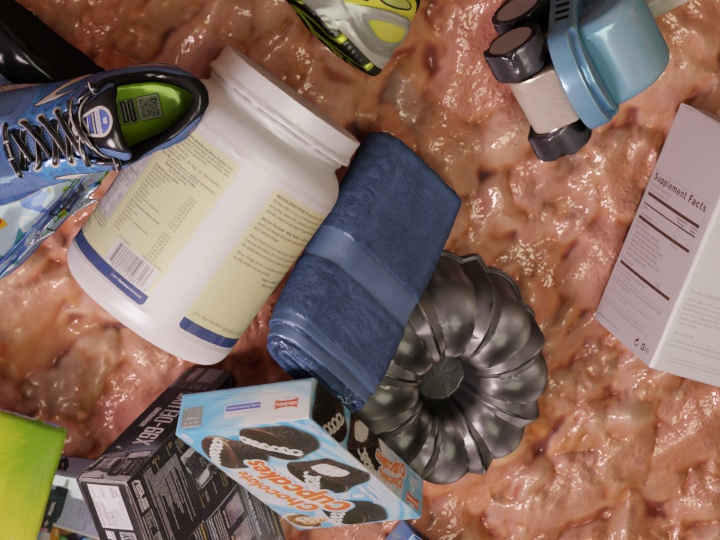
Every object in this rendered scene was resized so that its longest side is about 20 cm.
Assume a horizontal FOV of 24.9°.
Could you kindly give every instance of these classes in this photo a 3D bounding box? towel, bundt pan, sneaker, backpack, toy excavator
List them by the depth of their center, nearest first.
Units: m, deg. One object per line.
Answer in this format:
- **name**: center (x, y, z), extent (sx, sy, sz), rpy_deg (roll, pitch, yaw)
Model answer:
- **sneaker**: center (-0.190, -0.096, 1.066), extent (0.199, 0.089, 0.079), rpy_deg (-21, 97, -18)
- **backpack**: center (-0.272, -0.072, 1.153), extent (0.163, 0.154, 0.200), rpy_deg (41, 107, -17)
- **sneaker**: center (-0.035, -0.233, 1.205), extent (0.077, 0.075, 0.200), rpy_deg (-50, 126, -4)
- **towel**: center (0.000, 0.000, 1.255), extent (0.112, 0.048, 0.201), rpy_deg (44, 62, -35)
- **toy excavator**: center (0.210, -0.194, 1.266), extent (0.199, 0.195, 0.100), rpy_deg (-20, 117, 22)
- **bundt pan**: center (0.068, 0.089, 1.347), extent (0.200, 0.076, 0.204), rpy_deg (-6, 110, -16)

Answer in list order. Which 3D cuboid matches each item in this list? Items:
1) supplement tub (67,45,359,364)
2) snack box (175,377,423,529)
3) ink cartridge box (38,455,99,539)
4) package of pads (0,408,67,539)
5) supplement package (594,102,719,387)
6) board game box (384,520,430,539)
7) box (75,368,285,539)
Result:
- **supplement tub**: center (-0.106, -0.048, 1.202), extent (0.145, 0.145, 0.201), rpy_deg (33, 97, -25)
- **snack box**: center (-0.043, 0.147, 1.274), extent (0.115, 0.037, 0.200), rpy_deg (-9, 147, 25)
- **ink cartridge box**: center (-0.226, 0.213, 1.320), extent (0.199, 0.042, 0.120), rpy_deg (10, 106, -22)
- **package of pads**: center (-0.317, 0.189, 1.193), extent (0.154, 0.068, 0.201), rpy_deg (22, 72, -29)
- **supplement package**: center (0.301, -0.017, 1.356), extent (0.120, 0.120, 0.201), rpy_deg (16, 104, -20)
- **board game box**: center (0.061, 0.334, 1.454), extent (0.200, 0.037, 0.151), rpy_deg (40, 93, -26)
- **box**: center (-0.131, 0.202, 1.287), extent (0.049, 0.158, 0.201), rpy_deg (-1, 118, 30)
